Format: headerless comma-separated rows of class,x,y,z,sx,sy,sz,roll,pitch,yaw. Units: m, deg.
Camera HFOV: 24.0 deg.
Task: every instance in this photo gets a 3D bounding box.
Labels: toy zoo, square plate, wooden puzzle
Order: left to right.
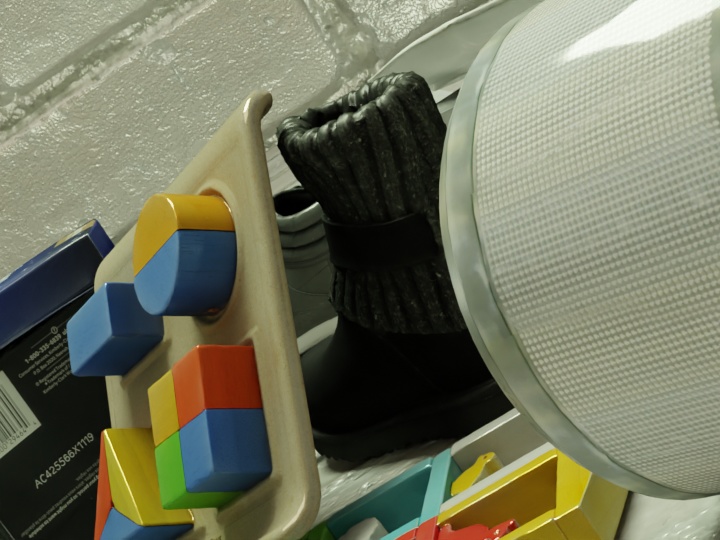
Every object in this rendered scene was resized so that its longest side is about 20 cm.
wooden puzzle,-0.084,0.045,0.741,0.046,0.201,0.185,6,-26,-27
toy zoo,0.027,0.099,0.617,0.200,0.021,0.131,-32,10,16
square plate,0.113,-0.149,0.938,0.199,0.029,0.198,-25,2,-11

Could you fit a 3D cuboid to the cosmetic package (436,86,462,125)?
cosmetic package,0.125,-0.075,0.896,0.090,0.107,0.200,-35,10,-30

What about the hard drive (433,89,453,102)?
hard drive,0.068,-0.078,1.124,0.131,0.027,0.200,11,22,10

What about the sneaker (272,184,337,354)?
sneaker,-0.051,0.002,1.132,0.200,0.099,0.071,-29,12,36

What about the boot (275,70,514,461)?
boot,0.002,-0.002,0.784,0.079,0.158,0.211,-40,11,-32

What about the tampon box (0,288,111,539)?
tampon box,-0.220,0.120,1.037,0.200,0.127,0.150,-23,14,49

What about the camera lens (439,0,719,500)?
camera lens,0.132,-0.028,0.466,0.200,0.160,0.160,-24,14,49

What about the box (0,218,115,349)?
box,-0.205,0.021,0.997,0.200,0.032,0.121,-33,9,-3
